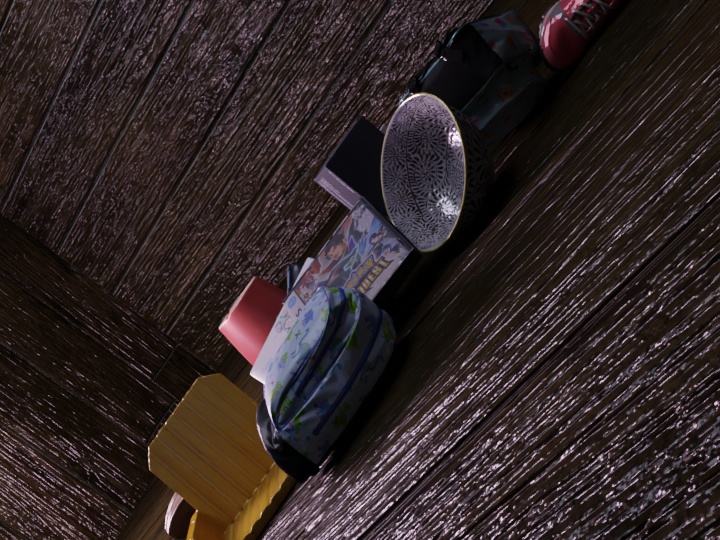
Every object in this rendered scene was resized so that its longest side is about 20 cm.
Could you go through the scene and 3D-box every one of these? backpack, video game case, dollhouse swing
[{"bbox_3d":[-0.041,0.119,0.932,0.199,0.154,0.163,-40,12,4],"label":"backpack"},{"bbox_3d":[-0.071,0.087,1.130,0.181,0.024,0.203,16,78,55],"label":"video game case"},{"bbox_3d":[-0.195,0.262,1.069,0.201,0.175,0.182,-53,7,-2],"label":"dollhouse swing"},{"bbox_3d":[-0.018,0.014,1.078,0.201,0.025,0.181,-53,34,8],"label":"video game case"},{"bbox_3d":[0.178,-0.269,1.113,0.200,0.153,0.176,-43,-5,-45],"label":"backpack"}]

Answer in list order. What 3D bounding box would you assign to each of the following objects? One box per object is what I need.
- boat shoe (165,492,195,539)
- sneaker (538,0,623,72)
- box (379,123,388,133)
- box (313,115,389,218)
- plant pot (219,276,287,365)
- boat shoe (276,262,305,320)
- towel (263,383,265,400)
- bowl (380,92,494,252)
[{"bbox_3d":[-0.283,0.395,1.425,0.202,0.075,0.074,-58,12,-22],"label":"boat shoe"},{"bbox_3d":[0.310,-0.362,1.049,0.202,0.073,0.087,-56,11,-4],"label":"sneaker"},{"bbox_3d":[0.044,-0.309,2.344,0.152,0.106,0.202,-46,11,47],"label":"box"},{"bbox_3d":[0.034,-0.142,1.317,0.105,0.199,0.182,-53,8,-5],"label":"box"},{"bbox_3d":[-0.202,0.121,1.725,0.202,0.176,0.201,-52,7,9],"label":"plant pot"},{"bbox_3d":[-0.119,0.086,1.401,0.084,0.067,0.205,30,-110,-89],"label":"boat shoe"},{"bbox_3d":[-0.092,0.143,1.199,0.200,0.049,0.150,-44,37,38],"label":"towel"},{"bbox_3d":[0.115,-0.130,1.035,0.092,0.205,0.201,-7,-19,-29],"label":"bowl"}]
